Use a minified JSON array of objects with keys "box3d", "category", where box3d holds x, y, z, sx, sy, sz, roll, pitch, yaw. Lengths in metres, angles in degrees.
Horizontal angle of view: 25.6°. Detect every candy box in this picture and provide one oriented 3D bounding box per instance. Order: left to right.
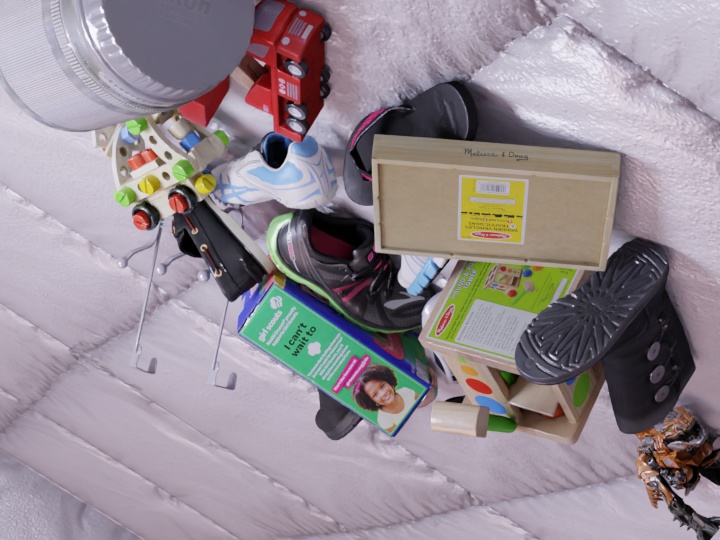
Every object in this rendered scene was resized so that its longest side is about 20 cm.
[{"box3d":[-0.028,0.069,1.671,0.199,0.077,0.169,33,-168,-10],"category":"candy box"}]

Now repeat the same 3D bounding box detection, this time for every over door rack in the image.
[{"box3d":[-0.200,0.026,1.738,0.147,0.202,0.066,8,-173,42],"category":"over door rack"}]

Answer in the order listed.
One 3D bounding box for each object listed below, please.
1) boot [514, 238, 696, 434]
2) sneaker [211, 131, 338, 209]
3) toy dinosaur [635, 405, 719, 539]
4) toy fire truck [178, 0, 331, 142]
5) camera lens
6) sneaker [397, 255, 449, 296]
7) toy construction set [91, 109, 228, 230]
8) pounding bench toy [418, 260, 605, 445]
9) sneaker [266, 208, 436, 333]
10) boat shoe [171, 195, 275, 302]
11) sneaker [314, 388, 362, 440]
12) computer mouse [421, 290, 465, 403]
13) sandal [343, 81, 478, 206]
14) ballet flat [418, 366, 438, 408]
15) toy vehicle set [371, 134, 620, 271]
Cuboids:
[{"box3d":[0.221,0.085,1.407,0.066,0.164,0.200,46,169,34],"category":"boot"},{"box3d":[-0.087,-0.099,1.517,0.199,0.072,0.073,5,113,57],"category":"sneaker"},{"box3d":[0.334,0.202,1.637,0.136,0.102,0.200,39,178,15],"category":"toy dinosaur"},{"box3d":[-0.098,-0.176,1.372,0.140,0.049,0.200,25,157,10],"category":"toy fire truck"},{"box3d":[-0.200,-0.202,1.289,0.160,0.161,0.199,42,152,-29],"category":"camera lens"},{"box3d":[0.058,-0.050,1.440,0.086,0.075,0.200,34,149,5],"category":"sneaker"},{"box3d":[-0.204,-0.117,1.549,0.132,0.092,0.199,56,151,-14],"category":"toy construction set"},{"box3d":[0.139,0.098,1.468,0.123,0.201,0.156,13,152,32],"category":"pounding bench toy"},{"box3d":[0.000,0.000,1.586,0.199,0.077,0.084,27,144,-25],"category":"sneaker"},{"box3d":[-0.167,-0.048,1.625,0.201,0.063,0.074,47,175,33],"category":"boat shoe"},{"box3d":[-0.018,0.144,1.935,0.091,0.076,0.200,41,149,-3],"category":"sneaker"},{"box3d":[0.109,0.080,1.636,0.044,0.109,0.201,58,173,48],"category":"computer mouse"},{"box3d":[0.027,-0.107,1.337,0.200,0.045,0.076,-29,80,58],"category":"sandal"},{"box3d":[0.000,0.097,1.802,0.199,0.069,0.067,20,168,-4],"category":"ballet flat"},{"box3d":[0.109,-0.054,1.303,0.198,0.027,0.125,5,144,5],"category":"toy vehicle set"}]
